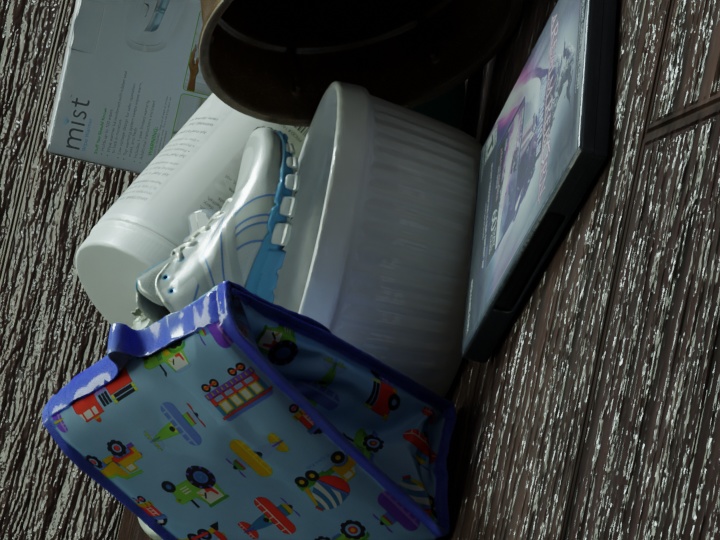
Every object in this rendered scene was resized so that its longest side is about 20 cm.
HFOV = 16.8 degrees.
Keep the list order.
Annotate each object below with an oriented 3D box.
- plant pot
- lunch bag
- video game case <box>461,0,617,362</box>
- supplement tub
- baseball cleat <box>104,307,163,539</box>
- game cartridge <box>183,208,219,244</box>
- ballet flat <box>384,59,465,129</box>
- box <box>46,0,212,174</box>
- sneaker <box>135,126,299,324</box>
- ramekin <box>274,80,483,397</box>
[{"bbox_3d":[-0.019,-0.225,1.495,0.201,0.199,0.200,116,146,-55],"label":"plant pot"},{"bbox_3d":[-0.068,0.092,1.350,0.150,0.200,0.095,-29,39,34],"label":"lunch bag"},{"bbox_3d":[0.094,-0.062,1.296,0.200,0.019,0.144,114,166,-54],"label":"video game case"},{"bbox_3d":[-0.090,-0.041,1.700,0.200,0.132,0.132,-50,-4,-27],"label":"supplement tub"},{"bbox_3d":[-0.113,0.117,1.584,0.069,0.106,0.201,-31,40,20],"label":"baseball cleat"},{"bbox_3d":[-0.048,0.062,1.576,0.041,0.133,0.202,-20,75,37],"label":"game cartridge"},{"bbox_3d":[0.038,-0.145,1.595,0.067,0.067,0.202,-1,66,41],"label":"ballet flat"},{"bbox_3d":[-0.129,-0.171,1.820,0.097,0.175,0.202,-106,28,-76],"label":"box"},{"bbox_3d":[-0.090,-0.002,1.477,0.075,0.086,0.201,118,165,-64],"label":"sneaker"},{"bbox_3d":[0.010,-0.003,1.463,0.200,0.104,0.202,-166,90,-82],"label":"ramekin"}]
